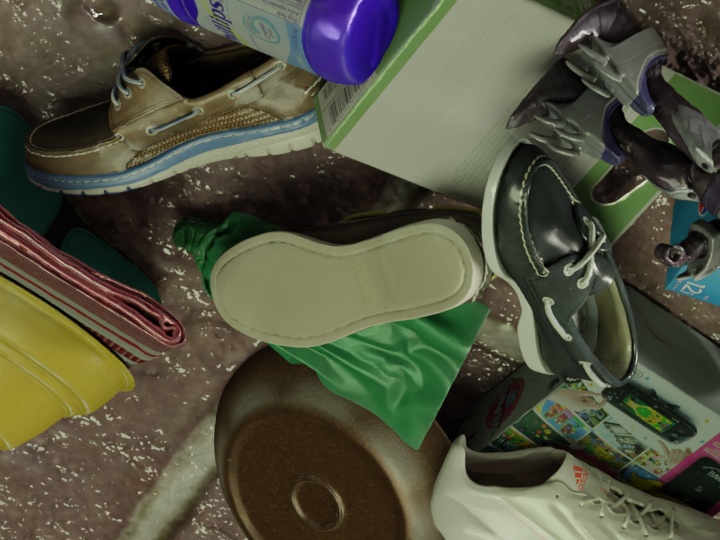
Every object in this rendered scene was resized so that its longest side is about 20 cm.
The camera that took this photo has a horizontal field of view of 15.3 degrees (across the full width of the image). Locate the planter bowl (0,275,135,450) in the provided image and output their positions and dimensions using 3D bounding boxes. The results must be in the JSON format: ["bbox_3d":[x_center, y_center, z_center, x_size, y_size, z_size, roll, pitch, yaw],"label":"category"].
[{"bbox_3d":[-0.248,0.057,1.680,0.200,0.083,0.200,28,165,8],"label":"planter bowl"}]

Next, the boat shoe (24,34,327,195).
[{"bbox_3d":[-0.112,-0.102,1.587,0.200,0.072,0.072,-13,124,11],"label":"boat shoe"}]

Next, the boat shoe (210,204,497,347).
[{"bbox_3d":[0.000,0.000,1.593,0.200,0.060,0.072,-10,98,38],"label":"boat shoe"}]

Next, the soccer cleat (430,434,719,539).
[{"bbox_3d":[0.144,0.152,1.672,0.200,0.069,0.078,9,117,1],"label":"soccer cleat"}]

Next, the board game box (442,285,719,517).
[{"bbox_3d":[0.157,0.116,1.722,0.148,0.064,0.200,33,131,-17],"label":"board game box"}]

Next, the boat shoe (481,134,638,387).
[{"bbox_3d":[0.120,-0.003,1.543,0.060,0.076,0.200,17,155,28],"label":"boat shoe"}]

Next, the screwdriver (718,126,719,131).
[{"bbox_3d":[0.230,-0.098,1.533,0.028,0.029,0.200,25,132,-21],"label":"screwdriver"}]

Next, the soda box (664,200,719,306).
[{"bbox_3d":[0.241,-0.058,1.517,0.064,0.068,0.200,18,143,-9],"label":"soda box"}]

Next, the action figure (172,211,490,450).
[{"bbox_3d":[-0.027,0.017,1.671,0.200,0.055,0.118,28,118,3],"label":"action figure"}]

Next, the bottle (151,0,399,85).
[{"bbox_3d":[-0.079,-0.167,1.483,0.200,0.065,0.084,23,167,18],"label":"bottle"}]

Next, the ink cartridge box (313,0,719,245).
[{"bbox_3d":[0.095,-0.097,1.540,0.200,0.048,0.146,21,127,-28],"label":"ink cartridge box"}]

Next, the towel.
[{"bbox_3d":[-0.188,0.014,1.631,0.144,0.023,0.200,33,165,-11],"label":"towel"}]

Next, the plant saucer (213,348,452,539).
[{"bbox_3d":[-0.021,0.145,1.754,0.200,0.037,0.200,18,126,27],"label":"plant saucer"}]

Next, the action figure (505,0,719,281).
[{"bbox_3d":[0.183,-0.054,1.451,0.200,0.069,0.130,38,138,11],"label":"action figure"}]

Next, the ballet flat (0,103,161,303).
[{"bbox_3d":[-0.205,-0.023,1.682,0.075,0.068,0.200,-6,135,40],"label":"ballet flat"}]
